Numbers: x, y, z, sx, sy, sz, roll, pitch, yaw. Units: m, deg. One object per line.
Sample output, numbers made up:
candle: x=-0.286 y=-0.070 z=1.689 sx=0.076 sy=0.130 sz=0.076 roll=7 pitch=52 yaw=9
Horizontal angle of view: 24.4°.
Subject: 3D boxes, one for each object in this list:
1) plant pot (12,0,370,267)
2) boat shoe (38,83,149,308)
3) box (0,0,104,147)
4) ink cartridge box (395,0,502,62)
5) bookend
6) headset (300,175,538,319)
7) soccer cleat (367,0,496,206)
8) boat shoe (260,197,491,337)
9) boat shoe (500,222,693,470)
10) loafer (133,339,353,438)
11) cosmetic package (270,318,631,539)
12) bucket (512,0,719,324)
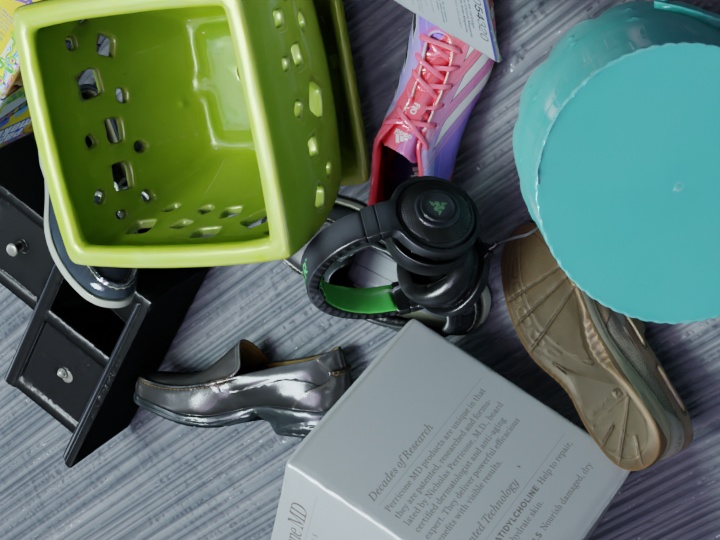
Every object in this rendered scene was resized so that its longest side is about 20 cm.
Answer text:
plant pot: x=-0.109 y=-0.125 z=1.226 sx=0.199 sy=0.181 sz=0.200 roll=-1 pitch=110 yaw=29
boat shoe: x=-0.209 y=-0.062 z=1.330 sx=0.062 sy=0.075 sz=0.200 roll=-50 pitch=41 yaw=38
box: x=-0.312 y=-0.231 z=1.328 sx=0.200 sy=0.122 sz=0.193 roll=44 pitch=124 yaw=5
ink cartridge box: x=0.024 y=-0.257 z=1.094 sx=0.200 sy=0.043 sz=0.196 roll=36 pitch=156 yaw=36
bookend: x=-0.262 y=0.024 z=1.424 sx=0.200 sy=0.092 sz=0.199 roll=38 pitch=123 yaw=11
headset: x=0.054 y=-0.028 z=1.193 sx=0.200 sy=0.124 sz=0.094 roll=-15 pitch=61 yaw=4
soccer cleat: x=0.048 y=-0.122 z=1.205 sx=0.067 sy=0.076 sz=0.200 roll=24 pitch=120 yaw=18
boat shoe: x=0.000 y=0.002 z=1.288 sx=0.199 sy=0.066 sz=0.075 roll=29 pitch=121 yaw=15
boat shoe: x=0.173 y=0.051 z=1.218 sx=0.072 sy=0.065 sz=0.200 roll=-47 pitch=66 yaw=39
loafer: x=-0.095 y=0.091 z=1.381 sx=0.200 sy=0.073 sz=0.072 roll=2 pitch=102 yaw=18
cosmetic package: x=0.062 y=0.182 z=1.242 sx=0.200 sy=0.166 sz=0.167 roll=33 pitch=146 yaw=14
bucket: x=0.198 y=-0.067 z=1.072 sx=0.207 sy=0.135 sz=0.207 roll=1 pitch=105 yaw=2
